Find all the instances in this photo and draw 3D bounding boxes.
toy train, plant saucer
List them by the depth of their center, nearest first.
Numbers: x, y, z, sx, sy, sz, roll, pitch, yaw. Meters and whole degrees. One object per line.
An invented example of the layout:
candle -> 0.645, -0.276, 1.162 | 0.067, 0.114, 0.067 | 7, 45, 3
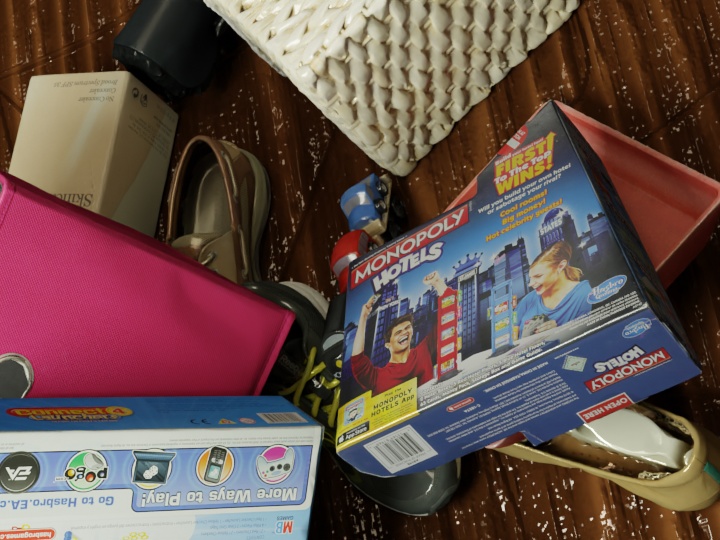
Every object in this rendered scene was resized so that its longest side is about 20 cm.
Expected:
plant saucer -> 0.108, 0.003, 0.973 | 0.200, 0.037, 0.200 | -47, 33, -2
toy train -> 0.000, 0.000, 1.018 | 0.034, 0.046, 0.201 | -32, 27, 27

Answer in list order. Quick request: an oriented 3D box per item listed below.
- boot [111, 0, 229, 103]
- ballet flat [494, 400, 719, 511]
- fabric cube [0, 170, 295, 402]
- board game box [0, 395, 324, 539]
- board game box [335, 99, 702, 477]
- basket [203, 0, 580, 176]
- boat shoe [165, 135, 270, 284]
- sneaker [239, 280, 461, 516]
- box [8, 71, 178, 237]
boot -> -0.108, -0.211, 1.121 | 0.076, 0.200, 0.169 | 31, 80, 1
ballet flat -> 0.127, 0.086, 0.956 | 0.198, 0.063, 0.069 | 15, 77, 30
fabric cube -> -0.195, 0.057, 0.945 | 0.199, 0.198, 0.198 | 22, 87, 56
board game box -> -0.129, 0.170, 0.858 | 0.056, 0.198, 0.199 | 27, 111, 58
board game box -> 0.085, 0.006, 0.907 | 0.199, 0.062, 0.201 | -27, 36, 27
basket -> 0.013, -0.197, 1.052 | 0.198, 0.200, 0.161 | -44, 64, 4
boat shoe -> -0.107, 0.000, 1.100 | 0.075, 0.072, 0.203 | -12, 65, 21
sneaker -> -0.020, 0.081, 1.008 | 0.200, 0.084, 0.075 | 43, 102, 27
box -> -0.205, -0.036, 1.159 | 0.094, 0.078, 0.203 | -1, 69, 24
